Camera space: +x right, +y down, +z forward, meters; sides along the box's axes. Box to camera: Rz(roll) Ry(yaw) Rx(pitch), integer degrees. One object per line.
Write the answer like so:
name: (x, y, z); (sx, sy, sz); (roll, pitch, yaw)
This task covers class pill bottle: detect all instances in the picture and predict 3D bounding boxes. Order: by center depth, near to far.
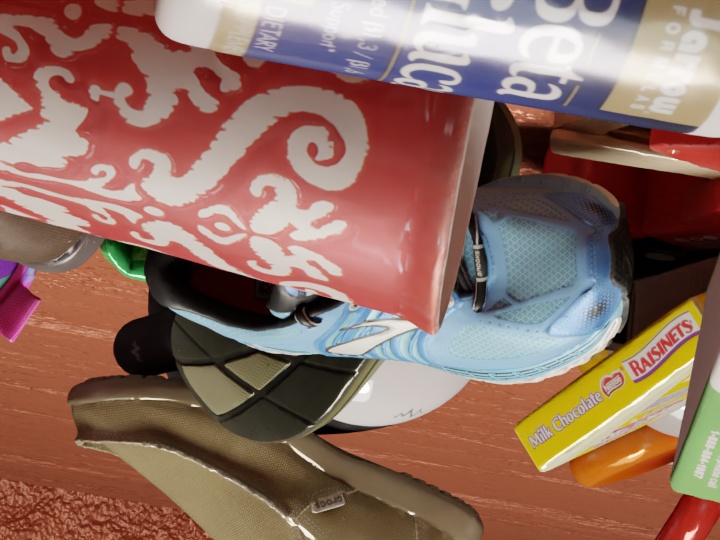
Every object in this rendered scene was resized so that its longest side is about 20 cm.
pill bottle: (0.056, -0.092, 0.683); (0.200, 0.111, 0.111); (9, 170, -7)

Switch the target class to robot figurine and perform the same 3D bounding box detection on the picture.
robot figurine: (-0.021, 0.011, 1.285); (0.125, 0.150, 0.200); (38, 160, -19)

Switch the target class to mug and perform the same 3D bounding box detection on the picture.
mug: (-0.060, -0.053, 0.910); (0.200, 0.134, 0.178); (11, 149, 4)

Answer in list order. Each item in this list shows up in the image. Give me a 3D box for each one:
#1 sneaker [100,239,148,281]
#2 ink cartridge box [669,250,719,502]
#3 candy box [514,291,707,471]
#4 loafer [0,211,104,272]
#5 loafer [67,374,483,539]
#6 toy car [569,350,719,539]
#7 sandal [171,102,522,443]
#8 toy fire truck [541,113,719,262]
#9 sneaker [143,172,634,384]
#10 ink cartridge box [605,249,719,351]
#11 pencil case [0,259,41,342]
sneaker: (-0.091, -0.035, 1.188); (0.074, 0.084, 0.200); (8, 170, -3)
ink cartridge box: (0.209, 0.026, 0.874); (0.200, 0.084, 0.145); (14, 149, 3)
candy box: (0.152, 0.024, 1.145); (0.102, 0.026, 0.200); (-37, 169, 35)
loafer: (-0.177, -0.065, 1.004); (0.200, 0.073, 0.071); (25, -172, 22)
loafer: (-0.040, 0.102, 1.251); (0.200, 0.068, 0.076); (23, 165, -15)
toy car: (0.203, 0.089, 1.445); (0.200, 0.150, 0.175); (7, 169, 5)
sandal: (0.001, 0.000, 1.147); (0.201, 0.080, 0.057); (-42, 168, 30)
toy fire truck: (0.121, -0.046, 1.059); (0.141, 0.049, 0.200); (16, 168, -36)
sneaker: (0.007, 0.005, 1.052); (0.200, 0.078, 0.090); (-4, 178, 31)
ink cartridge box: (0.116, 0.000, 1.226); (0.095, 0.037, 0.200); (10, -170, 29)
pencil case: (-0.170, -0.025, 1.140); (0.088, 0.088, 0.200); (10, -167, -10)
